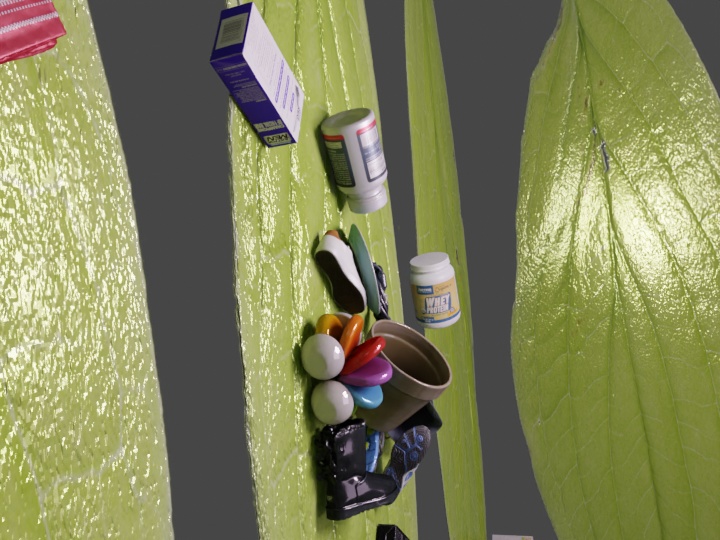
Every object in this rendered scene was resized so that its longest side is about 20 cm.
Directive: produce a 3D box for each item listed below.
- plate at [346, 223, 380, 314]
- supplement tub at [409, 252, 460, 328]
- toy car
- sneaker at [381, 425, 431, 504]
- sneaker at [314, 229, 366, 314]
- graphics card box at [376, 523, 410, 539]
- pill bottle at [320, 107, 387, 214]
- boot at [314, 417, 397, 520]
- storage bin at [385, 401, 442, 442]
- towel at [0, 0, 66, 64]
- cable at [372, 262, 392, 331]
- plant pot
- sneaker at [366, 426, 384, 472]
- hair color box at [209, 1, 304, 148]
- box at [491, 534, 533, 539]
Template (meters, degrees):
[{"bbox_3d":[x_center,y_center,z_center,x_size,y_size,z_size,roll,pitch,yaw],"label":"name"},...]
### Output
[{"bbox_3d":[0.000,0.000,1.382,0.200,0.025,0.205,164,-89,-80],"label":"plate"},{"bbox_3d":[0.226,0.060,1.964,0.145,0.141,0.205,-53,134,-64],"label":"supplement tub"},{"bbox_3d":[-0.014,0.177,1.189,0.175,0.146,0.205,-47,129,-66],"label":"toy car"},{"bbox_3d":[0.097,0.450,1.497,0.202,0.075,0.077,-54,167,-3],"label":"sneaker"},{"bbox_3d":[-0.029,0.001,1.314,0.086,0.071,0.202,-74,151,-43],"label":"sneaker"},{"bbox_3d":[0.084,0.690,1.503,0.201,0.050,0.128,63,28,-51],"label":"graphics card box"},{"bbox_3d":[-0.006,-0.234,1.379,0.120,0.117,0.204,-67,147,-55],"label":"pill bottle"},{"bbox_3d":[-0.003,0.365,1.212,0.196,0.072,0.167,-1,86,-47],"label":"boot"},{"bbox_3d":[0.094,0.321,1.535,0.136,0.143,0.201,62,2,39],"label":"storage bin"},{"bbox_3d":[-0.338,-0.273,0.530,0.146,0.022,0.204,-64,142,-55],"label":"towel"},{"bbox_3d":[0.048,0.068,1.471,0.200,0.050,0.167,102,-29,-79],"label":"cable"},{"bbox_3d":[0.068,0.236,1.344,0.176,0.198,0.200,-59,174,23],"label":"plant pot"},{"bbox_3d":[0.020,0.386,1.360,0.201,0.069,0.084,-71,144,-57],"label":"sneaker"},{"bbox_3d":[-0.159,-0.305,1.020,0.201,0.063,0.112,55,34,-54],"label":"hair color box"},{"bbox_3d":[0.741,1.352,3.084,0.114,0.195,0.103,65,27,-45],"label":"box"}]
